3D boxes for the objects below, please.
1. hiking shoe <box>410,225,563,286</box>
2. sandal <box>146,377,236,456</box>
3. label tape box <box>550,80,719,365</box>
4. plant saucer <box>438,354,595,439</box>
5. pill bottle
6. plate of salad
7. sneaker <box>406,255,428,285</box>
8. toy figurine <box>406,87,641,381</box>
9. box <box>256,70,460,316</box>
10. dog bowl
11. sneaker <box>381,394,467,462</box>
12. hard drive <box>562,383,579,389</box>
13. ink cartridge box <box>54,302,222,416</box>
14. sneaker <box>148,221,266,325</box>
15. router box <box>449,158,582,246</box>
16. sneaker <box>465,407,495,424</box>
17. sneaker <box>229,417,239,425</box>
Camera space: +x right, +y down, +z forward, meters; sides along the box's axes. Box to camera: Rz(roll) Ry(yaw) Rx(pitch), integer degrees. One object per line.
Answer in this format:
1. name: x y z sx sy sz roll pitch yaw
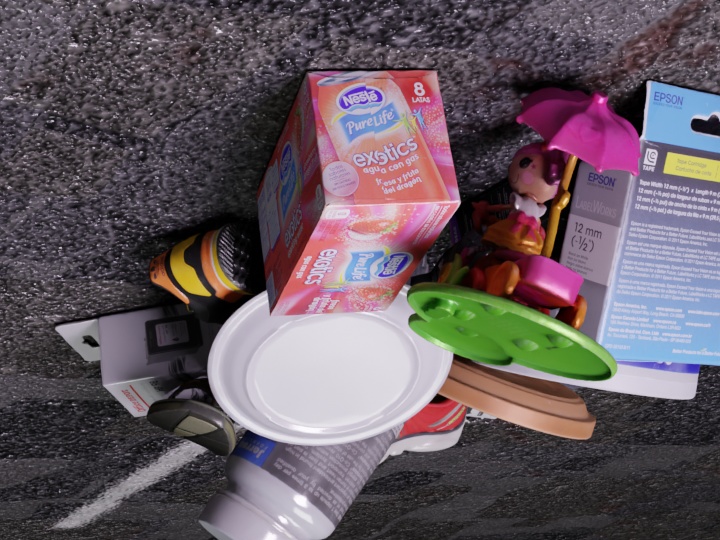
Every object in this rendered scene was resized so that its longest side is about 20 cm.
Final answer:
1. hiking shoe: 0.141 0.016 1.282 0.199 0.076 0.101 19 160 -26
2. sandal: -0.140 0.122 1.418 0.079 0.058 0.201 25 173 -2
3. label tape box: 0.226 -0.035 1.208 0.142 0.202 0.066 5 -172 -35
4. plant saucer: 0.119 0.101 1.467 0.199 0.033 0.200 19 -174 -2
5. pill bottle: -0.047 0.163 1.420 0.113 0.201 0.114 32 164 11
6. plate of salad: -0.024 0.068 1.305 0.198 0.048 0.201 -5 133 -6
7. sneaker: 0.000 0.000 1.342 0.081 0.075 0.200 -1 157 23
8. toy figurine: 0.124 -0.035 1.127 0.149 0.185 0.200 25 167 -14
9. box: -0.008 -0.050 1.136 0.094 0.103 0.200 -3 158 -16
10. dog bowl: 0.199 0.056 1.415 0.198 0.079 0.200 10 -179 0
11. sneaker: 0.018 0.131 1.540 0.199 0.077 0.085 -12 130 -33
12. hard drive: 0.255 0.069 1.638 0.199 0.043 0.134 -25 154 39
13. ink cartridge box: -0.165 0.080 1.468 0.198 0.067 0.116 -10 160 4
14. sneaker: -0.096 0.018 1.340 0.089 0.070 0.200 -11 156 24
15. router box: 0.194 -0.036 1.319 0.199 0.051 0.149 9 156 -37
16. sneaker: 0.103 0.127 1.645 0.088 0.074 0.200 42 139 -18
17. sneaker: -0.040 0.098 1.543 0.198 0.083 0.070 -11 159 7
